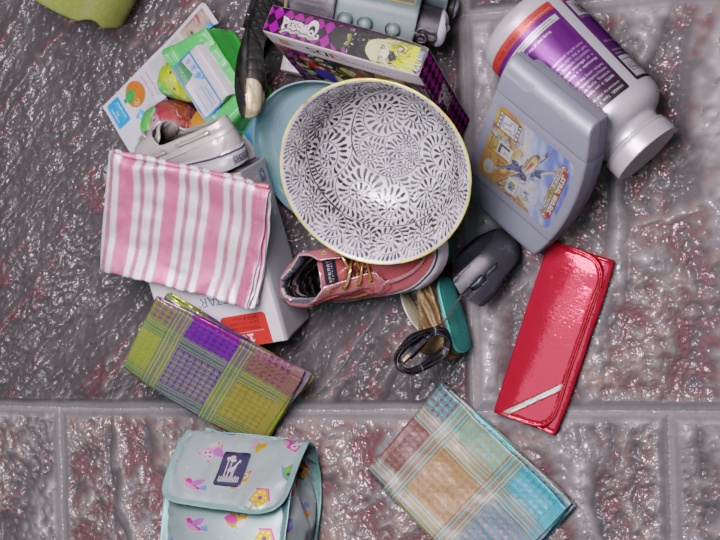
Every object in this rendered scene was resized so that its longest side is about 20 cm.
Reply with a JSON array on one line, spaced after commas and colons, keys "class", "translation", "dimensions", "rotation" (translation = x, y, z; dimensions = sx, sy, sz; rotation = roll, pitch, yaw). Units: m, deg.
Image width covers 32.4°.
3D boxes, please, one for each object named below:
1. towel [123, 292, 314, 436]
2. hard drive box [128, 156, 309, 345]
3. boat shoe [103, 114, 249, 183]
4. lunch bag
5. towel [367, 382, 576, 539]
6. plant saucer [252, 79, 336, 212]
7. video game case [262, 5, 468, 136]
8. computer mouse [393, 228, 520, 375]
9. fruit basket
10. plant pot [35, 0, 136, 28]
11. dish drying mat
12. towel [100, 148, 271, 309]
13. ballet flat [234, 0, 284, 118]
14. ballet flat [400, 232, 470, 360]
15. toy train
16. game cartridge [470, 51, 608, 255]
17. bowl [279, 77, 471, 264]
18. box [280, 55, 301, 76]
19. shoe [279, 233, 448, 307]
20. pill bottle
[{"class": "towel", "translation": [-0.166, 0.117, 1.428], "dimensions": [0.200, 0.023, 0.144], "rotation": [29, 127, -5]}, {"class": "hard drive box", "translation": [-0.164, -0.014, 1.429], "dimensions": [0.155, 0.077, 0.201], "rotation": [-11, 105, 21]}, {"class": "boat shoe", "translation": [-0.219, -0.137, 1.403], "dimensions": [0.200, 0.072, 0.066], "rotation": [-3, 116, 37]}, {"class": "lunch bag", "translation": [-0.138, 0.285, 1.424], "dimensions": [0.170, 0.122, 0.201], "rotation": [1, 83, 22]}, {"class": "towel", "translation": [0.119, 0.242, 1.377], "dimensions": [0.200, 0.022, 0.147], "rotation": [43, 103, 16]}, {"class": "plant saucer", "translation": [-0.026, -0.128, 1.384], "dimensions": [0.200, 0.027, 0.201], "rotation": [16, 132, 18]}, {"class": "video game case", "translation": [0.011, -0.208, 1.326], "dimensions": [0.181, 0.200, 0.036], "rotation": [20, 83, 20]}, {"class": "computer mouse", "translation": [0.107, 0.033, 1.330], "dimensions": [0.059, 0.034, 0.200], "rotation": [41, 75, -14]}, {"class": "fruit basket", "translation": [-0.205, -0.184, 1.468], "dimensions": [0.200, 0.094, 0.186], "rotation": [-37, 78, 21]}, {"class": "plant pot", "translation": [-0.313, -0.398, 1.472], "dimensions": [0.200, 0.200, 0.185], "rotation": [34, 112, 18]}, {"class": "dish drying mat", "translation": [0.209, 0.073, 1.344], "dimensions": [0.077, 0.018, 0.201], "rotation": [20, 97, 21]}, {"class": "towel", "translation": [-0.197, -0.045, 1.370], "dimensions": [0.199, 0.030, 0.147], "rotation": [14, 111, 13]}, {"class": "ballet flat", "translation": [-0.108, -0.245, 1.393], "dimensions": [0.057, 0.200, 0.067], "rotation": [13, 138, -10]}, {"class": "ballet flat", "translation": [0.072, 0.003, 1.381], "dimensions": [0.072, 0.068, 0.201], "rotation": [-10, 91, 36]}, {"class": "toy train", "translation": [0.007, -0.293, 1.350], "dimensions": [0.199, 0.114, 0.085], "rotation": [13, 132, 0]}, {"class": "game cartridge", "translation": [0.180, -0.112, 1.282], "dimensions": [0.133, 0.041, 0.200], "rotation": [47, 145, 24]}, {"class": "bowl", "translation": [0.025, -0.116, 1.278], "dimensions": [0.200, 0.094, 0.201], "rotation": [7, 119, 13]}, {"class": "box", "translation": [-0.048, -0.324, 1.435], "dimensions": [0.041, 0.039, 0.201], "rotation": [15, 95, 18]}, {"class": "shoe", "translation": [0.000, 0.000, 1.346], "dimensions": [0.200, 0.091, 0.072], "rotation": [-18, 83, 47]}, {"class": "pill bottle", "translation": [0.230, -0.192, 1.288], "dimensions": [0.112, 0.112, 0.200], "rotation": [-44, 75, 15]}]
